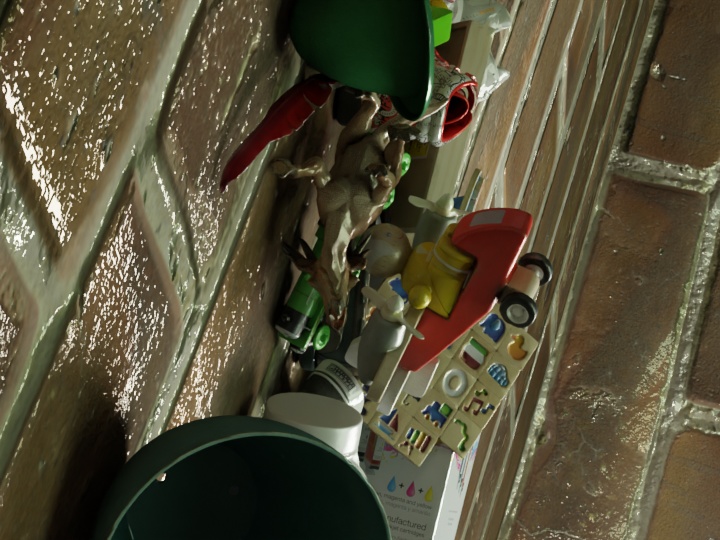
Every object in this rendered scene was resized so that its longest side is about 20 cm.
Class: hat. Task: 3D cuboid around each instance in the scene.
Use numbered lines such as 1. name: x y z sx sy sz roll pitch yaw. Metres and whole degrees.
1. hat: -0.048 -0.177 1.434 0.200 0.174 0.167 -131 -148 -68

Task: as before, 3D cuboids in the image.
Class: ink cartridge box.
1. ink cartridge box: 0.034 0.170 1.882 0.145 0.144 0.202 38 66 -76

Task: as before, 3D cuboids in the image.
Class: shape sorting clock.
1. shape sorting clock: 0.093 -0.011 2.027 0.200 0.039 0.202 16 90 -86

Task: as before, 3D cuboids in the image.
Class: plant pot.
1. plant pot: -0.094 0.178 1.272 0.135 0.198 0.202 -142 -119 -63

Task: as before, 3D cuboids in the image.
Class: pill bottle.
1. pill bottle: -0.054 0.210 1.600 0.111 0.110 0.202 -37 138 -72

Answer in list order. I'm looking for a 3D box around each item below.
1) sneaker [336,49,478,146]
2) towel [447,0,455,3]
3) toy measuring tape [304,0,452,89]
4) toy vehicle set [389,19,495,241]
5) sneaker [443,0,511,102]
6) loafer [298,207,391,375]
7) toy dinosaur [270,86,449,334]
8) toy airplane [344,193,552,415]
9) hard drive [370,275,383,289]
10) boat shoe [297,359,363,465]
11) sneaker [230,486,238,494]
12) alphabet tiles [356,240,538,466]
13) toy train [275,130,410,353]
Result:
1. sneaker: 0.057 -0.166 1.706 0.202 0.107 0.068 -55 156 -60
2. towel: 0.093 -0.296 1.626 0.144 0.023 0.200 -50 169 12
3. toy measuring tape: 0.002 -0.192 1.592 0.199 0.073 0.074 -29 136 -43
4. toy vehicle set: 0.058 -0.126 1.779 0.124 0.026 0.202 3 -103 63
5. sneaker: 0.097 -0.175 1.885 0.076 0.091 0.202 -131 -126 -79
6. loafer: 0.000 0.000 1.735 0.072 0.062 0.202 67 38 -73
7. toy dinosaur: -0.004 -0.062 1.547 0.201 0.085 0.136 -54 159 -32
8. toy airplane: 0.047 0.022 1.609 0.200 0.141 0.200 -50 -169 -8
9. hard drive: 0.056 -0.057 1.981 0.135 0.042 0.202 49 56 -76
10. boat shoe: -0.043 0.153 1.718 0.064 0.071 0.201 -41 156 -26
11. sneaker: -0.107 0.257 1.511 0.082 0.069 0.202 9 93 -78
12. alphabet tiles: 0.072 0.071 1.789 0.201 0.166 0.006 -55 -161 -13
13. toy train: -0.017 -0.025 1.619 0.202 0.041 0.056 -65 153 -1
